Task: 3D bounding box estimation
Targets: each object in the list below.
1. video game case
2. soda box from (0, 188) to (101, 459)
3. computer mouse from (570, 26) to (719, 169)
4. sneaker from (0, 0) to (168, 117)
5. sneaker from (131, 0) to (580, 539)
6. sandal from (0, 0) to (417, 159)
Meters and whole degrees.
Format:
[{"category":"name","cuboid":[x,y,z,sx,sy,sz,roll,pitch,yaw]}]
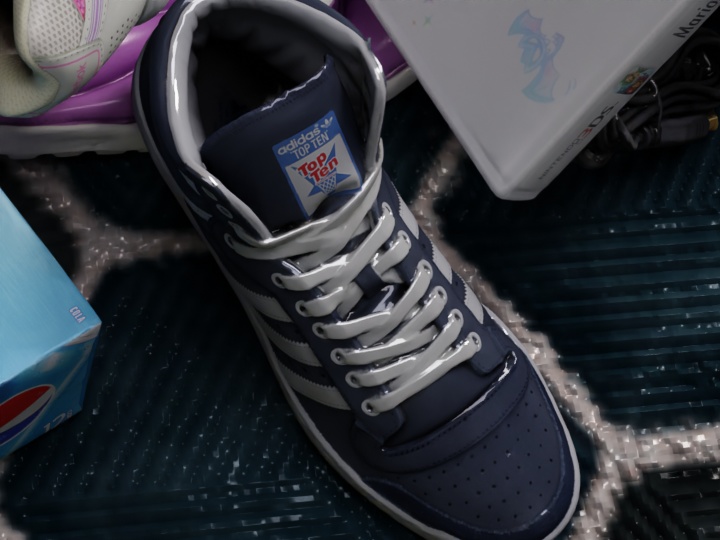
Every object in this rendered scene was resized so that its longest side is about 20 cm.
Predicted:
[{"category":"video game case","cuboid":[0.053,-0.154,0.829,0.024,0.182,0.200,0,50,-50]},{"category":"soda box","cuboid":[-0.164,-0.030,0.819,0.068,0.064,0.200,-32,73,-24]},{"category":"computer mouse","cuboid":[0.048,-0.121,0.901,0.110,0.044,0.200,-16,63,-52]},{"category":"sneaker","cuboid":[-0.146,-0.114,0.784,0.200,0.081,0.088,25,50,-3]},{"category":"sneaker","cuboid":[0.000,0.000,0.794,0.070,0.109,0.200,-36,87,-10]},{"category":"sandal","cuboid":[-0.049,-0.081,0.875,0.202,0.050,0.083,-18,71,-21]}]
